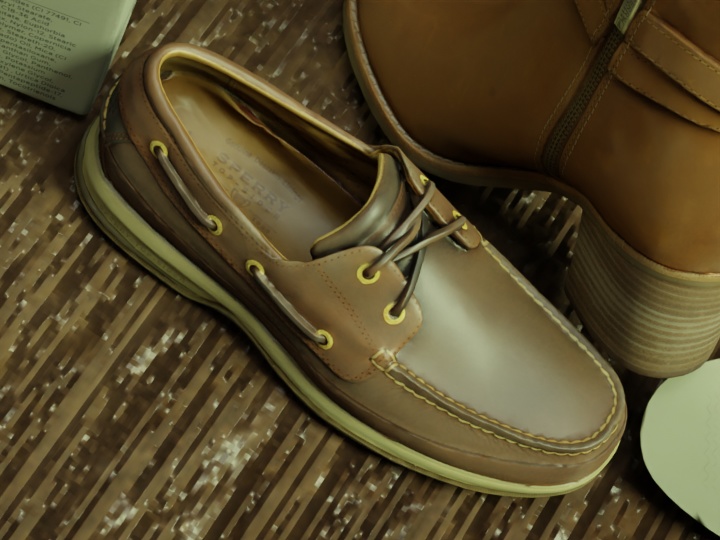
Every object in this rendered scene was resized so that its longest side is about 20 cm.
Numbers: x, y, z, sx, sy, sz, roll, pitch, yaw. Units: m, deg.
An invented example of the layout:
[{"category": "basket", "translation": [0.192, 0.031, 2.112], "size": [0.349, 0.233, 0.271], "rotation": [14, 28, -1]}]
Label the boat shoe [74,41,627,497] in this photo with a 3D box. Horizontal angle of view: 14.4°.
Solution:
[{"category": "boat shoe", "translation": [0.000, -0.001, 0.900], "size": [0.200, 0.068, 0.072], "rotation": [35, 58, 3]}]

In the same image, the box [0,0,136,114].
[{"category": "box", "translation": [-0.092, -0.135, 0.864], "size": [0.082, 0.200, 0.068], "rotation": [22, 58, -5]}]

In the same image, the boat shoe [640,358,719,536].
[{"category": "boat shoe", "translation": [0.189, 0.065, 0.933], "size": [0.201, 0.063, 0.074], "rotation": [8, 99, 0]}]

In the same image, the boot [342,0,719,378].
[{"category": "boot", "translation": [0.069, -0.081, 0.899], "size": [0.077, 0.155, 0.200], "rotation": [-12, 49, -25]}]
